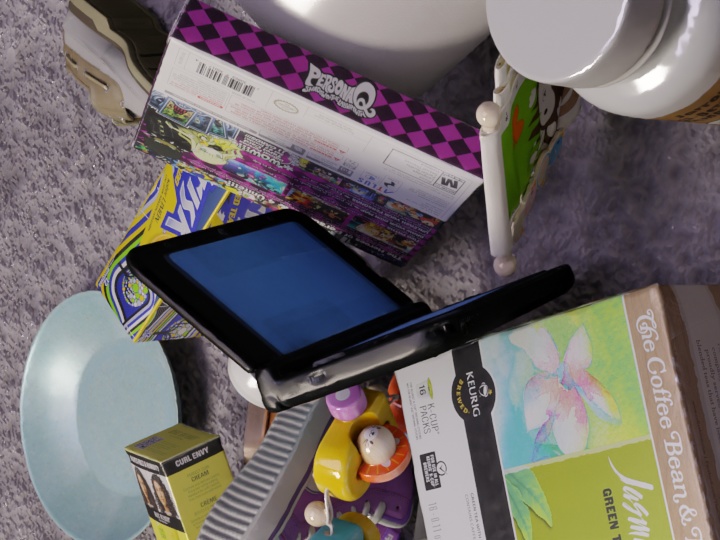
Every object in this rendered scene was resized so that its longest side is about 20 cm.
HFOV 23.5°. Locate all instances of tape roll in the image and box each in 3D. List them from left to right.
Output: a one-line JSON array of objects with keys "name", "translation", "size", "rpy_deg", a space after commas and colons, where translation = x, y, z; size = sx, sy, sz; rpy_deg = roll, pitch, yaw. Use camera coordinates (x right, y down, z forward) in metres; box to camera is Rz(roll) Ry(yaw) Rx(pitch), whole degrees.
[{"name": "tape roll", "translation": [0.019, -0.222, 1.046], "size": [0.139, 0.203, 0.203], "rpy_deg": [-39, 64, 36]}]

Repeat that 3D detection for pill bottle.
[{"name": "pill bottle", "translation": [0.162, -0.136, 0.907], "size": [0.114, 0.200, 0.115], "rpy_deg": [1, 91, 44]}]

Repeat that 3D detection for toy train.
[{"name": "toy train", "translation": [0.020, 0.139, 1.047], "size": [0.056, 0.150, 0.200], "rpy_deg": [12, 80, 29]}]

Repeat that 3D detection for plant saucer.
[{"name": "plant saucer", "translation": [-0.195, 0.116, 1.363], "size": [0.201, 0.039, 0.201], "rpy_deg": [1, 91, 44]}]

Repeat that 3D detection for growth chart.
[{"name": "growth chart", "translation": [0.104, -0.108, 0.977], "size": [0.018, 0.145, 0.200], "rpy_deg": [12, 59, 22]}]

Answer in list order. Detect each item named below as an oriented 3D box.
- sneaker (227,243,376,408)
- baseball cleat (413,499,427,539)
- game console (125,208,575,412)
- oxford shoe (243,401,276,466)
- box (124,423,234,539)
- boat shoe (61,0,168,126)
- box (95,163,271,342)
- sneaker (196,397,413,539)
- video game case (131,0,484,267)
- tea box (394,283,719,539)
[{"name": "sneaker", "translation": [-0.042, 0.052, 1.079], "size": [0.074, 0.200, 0.082], "rpy_deg": [37, 115, 3]}, {"name": "baseball cleat", "translation": [0.047, 0.222, 1.083], "size": [0.070, 0.106, 0.200], "rpy_deg": [-18, 76, 47]}, {"name": "game console", "translation": [0.000, 0.000, 0.998], "size": [0.176, 0.200, 0.117], "rpy_deg": [-22, 89, 30]}, {"name": "oxford shoe", "translation": [-0.034, 0.047, 1.204], "size": [0.071, 0.071, 0.200], "rpy_deg": [4, 92, 15]}, {"name": "box", "translation": [-0.101, 0.210, 1.210], "size": [0.075, 0.050, 0.200], "rpy_deg": [7, 117, 61]}, {"name": "boat shoe", "translation": [-0.165, -0.144, 1.317], "size": [0.200, 0.075, 0.068], "rpy_deg": [47, 127, 41]}, {"name": "box", "translation": [-0.111, -0.040, 1.260], "size": [0.064, 0.070, 0.200], "rpy_deg": [51, 123, 28]}, {"name": "sneaker", "translation": [-0.022, 0.154, 1.094], "size": [0.073, 0.201, 0.114], "rpy_deg": [-28, 106, 39]}, {"name": "video game case", "translation": [-0.035, -0.078, 1.067], "size": [0.181, 0.200, 0.036], "rpy_deg": [129, 163, -68]}, {"name": "tea box", "translation": [0.146, 0.125, 0.970], "size": [0.197, 0.134, 0.200], "rpy_deg": [-21, 75, 41]}]
